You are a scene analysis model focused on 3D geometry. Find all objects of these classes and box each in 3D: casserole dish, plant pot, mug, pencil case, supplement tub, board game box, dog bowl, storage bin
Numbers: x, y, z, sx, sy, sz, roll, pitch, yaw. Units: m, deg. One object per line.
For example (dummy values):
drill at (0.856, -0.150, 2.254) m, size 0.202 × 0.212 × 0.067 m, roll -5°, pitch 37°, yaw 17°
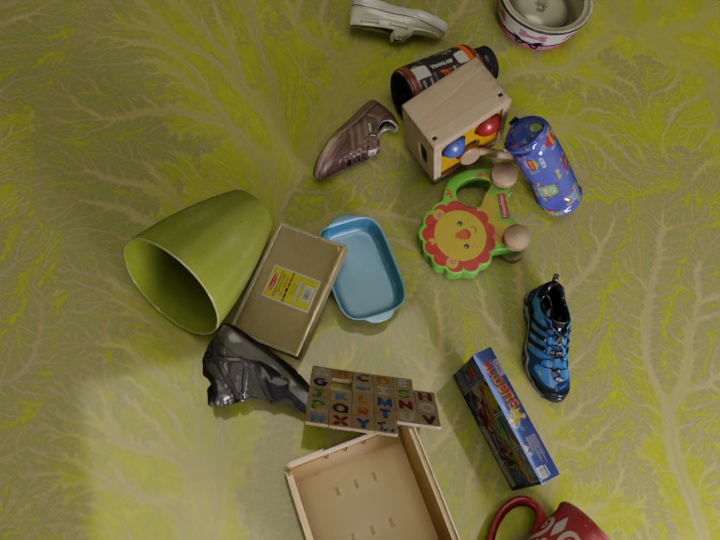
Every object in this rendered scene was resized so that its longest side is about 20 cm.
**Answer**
casserole dish at (0.000, 0.000, 1.120) m, size 0.120 × 0.039 × 0.202 m, roll -17°, pitch 70°, yaw -12°
plant pot at (-0.237, -0.034, 1.047) m, size 0.186 × 0.188 × 0.200 m, roll 34°, pitch 53°, yaw 8°
mug at (0.251, 0.441, 0.942) m, size 0.199 × 0.177 × 0.134 m, roll -36°, pitch 112°, yaw -14°
pencil case at (0.320, -0.181, 1.155) m, size 0.086 × 0.200 × 0.079 m, roll -17°, pitch 46°, yaw 29°
supplement tub at (0.163, -0.362, 1.248) m, size 0.199 × 0.107 × 0.108 m, roll -26°, pitch 73°, yaw -15°
board game box at (0.214, 0.228, 0.999) m, size 0.034 × 0.136 × 0.201 m, roll -22°, pitch 73°, yaw -14°
dog bowl at (0.374, -0.548, 1.366) m, size 0.198 × 0.074 × 0.202 m, roll 3°, pitch 68°, yaw -6°
storage bin at (0.011, 0.342, 0.951) m, size 0.198 × 0.094 × 0.200 m, roll -18°, pitch 71°, yaw -13°

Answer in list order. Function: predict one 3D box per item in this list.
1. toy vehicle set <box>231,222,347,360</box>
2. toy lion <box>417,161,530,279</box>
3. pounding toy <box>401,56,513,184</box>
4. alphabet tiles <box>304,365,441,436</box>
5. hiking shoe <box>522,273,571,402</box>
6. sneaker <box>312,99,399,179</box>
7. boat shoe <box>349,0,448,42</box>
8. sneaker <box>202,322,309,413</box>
toy vehicle set at (-0.116, 0.031, 1.075) m, size 0.123 × 0.027 × 0.201 m, roll 21°, pitch 75°, yaw 12°
toy lion at (0.194, -0.085, 1.169) m, size 0.190 × 0.069 × 0.202 m, roll -5°, pitch 68°, yaw 0°
pounding toy at (0.191, -0.246, 1.179) m, size 0.183 × 0.200 × 0.143 m, roll -33°, pitch 74°, yaw -3°
alphabet tiles at (0.019, 0.198, 0.992) m, size 0.198 × 0.167 × 0.008 m, roll 8°, pitch 109°, yaw -3°
hiking shoe at (0.310, 0.113, 1.082) m, size 0.074 × 0.087 × 0.202 m, roll -1°, pitch 68°, yaw -7°
sneaker at (-0.005, -0.230, 1.195) m, size 0.075 × 0.071 × 0.200 m, roll 36°, pitch 69°, yaw 7°
boat shoe at (0.074, -0.490, 1.321) m, size 0.198 × 0.074 × 0.067 m, roll 16°, pitch 94°, yaw -1°
sneaker at (-0.160, 0.181, 1.013) m, size 0.199 × 0.076 × 0.115 m, roll 36°, pitch 90°, yaw -9°
